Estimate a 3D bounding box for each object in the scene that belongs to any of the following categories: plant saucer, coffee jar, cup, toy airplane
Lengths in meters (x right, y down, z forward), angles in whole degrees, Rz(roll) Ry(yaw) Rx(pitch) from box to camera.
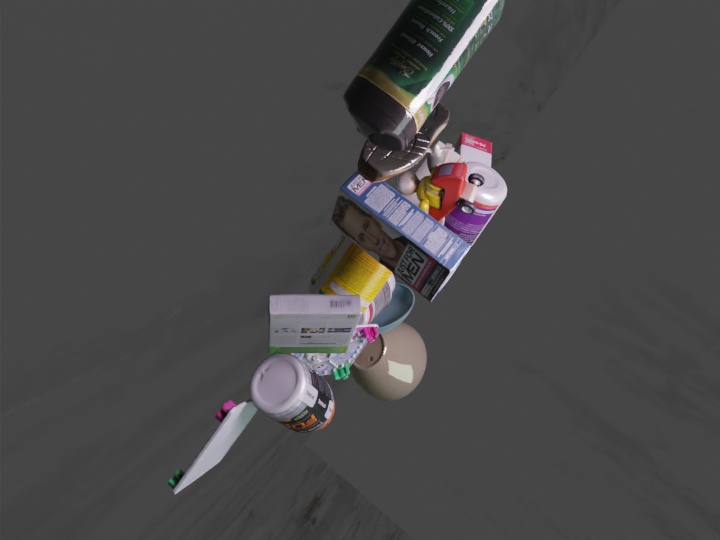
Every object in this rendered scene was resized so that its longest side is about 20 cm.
[{"bbox_3d":[0.034,0.096,1.419,0.200,0.198,0.036,-44,130,-42],"label":"plant saucer"},{"bbox_3d":[0.064,-0.227,0.644,0.201,0.085,0.104,-54,174,2],"label":"coffee jar"},{"bbox_3d":[0.043,0.203,1.446,0.201,0.200,0.143,-53,147,2],"label":"cup"},{"bbox_3d":[0.126,-0.138,1.129,0.200,0.140,0.200,-60,-169,22],"label":"toy airplane"}]

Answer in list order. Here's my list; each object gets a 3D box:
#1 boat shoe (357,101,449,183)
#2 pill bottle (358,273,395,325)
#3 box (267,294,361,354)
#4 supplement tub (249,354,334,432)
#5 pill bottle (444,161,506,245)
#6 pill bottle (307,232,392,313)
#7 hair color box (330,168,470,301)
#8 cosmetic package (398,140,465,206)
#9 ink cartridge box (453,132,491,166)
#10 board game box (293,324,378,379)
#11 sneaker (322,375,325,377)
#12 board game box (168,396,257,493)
[{"bbox_3d":[0.062,-0.177,0.863,0.200,0.076,0.074,-44,171,-38],"label":"boat shoe"},{"bbox_3d":[0.005,0.056,1.335,0.111,0.110,0.200,-58,169,31],"label":"pill bottle"},{"bbox_3d":[-0.082,0.093,0.994,0.200,0.142,0.037,109,-20,-62],"label":"box"},{"bbox_3d":[-0.128,0.252,1.201,0.123,0.122,0.200,-51,148,-9],"label":"supplement tub"},{"bbox_3d":[0.213,-0.121,1.253,0.112,0.112,0.201,-43,166,-44],"label":"pill bottle"},{"bbox_3d":[0.005,-0.021,1.041,0.201,0.112,0.113,-55,170,13],"label":"pill bottle"},{"bbox_3d":[0.054,-0.053,0.888,0.061,0.199,0.100,-47,169,-30],"label":"hair color box"},{"bbox_3d":[0.136,-0.166,1.278,0.201,0.073,0.103,-55,171,5],"label":"cosmetic package"},{"bbox_3d":[0.240,-0.198,1.409,0.146,0.083,0.201,117,-11,-51],"label":"ink cartridge box"},{"bbox_3d":[-0.081,0.182,1.263,0.198,0.026,0.201,0,142,-29],"label":"board game box"},{"bbox_3d":[-0.158,0.285,1.516,0.115,0.076,0.199,-55,168,29],"label":"sneaker"},{"bbox_3d":[-0.274,0.324,1.182,0.201,0.026,0.200,-54,171,7],"label":"board game box"}]
